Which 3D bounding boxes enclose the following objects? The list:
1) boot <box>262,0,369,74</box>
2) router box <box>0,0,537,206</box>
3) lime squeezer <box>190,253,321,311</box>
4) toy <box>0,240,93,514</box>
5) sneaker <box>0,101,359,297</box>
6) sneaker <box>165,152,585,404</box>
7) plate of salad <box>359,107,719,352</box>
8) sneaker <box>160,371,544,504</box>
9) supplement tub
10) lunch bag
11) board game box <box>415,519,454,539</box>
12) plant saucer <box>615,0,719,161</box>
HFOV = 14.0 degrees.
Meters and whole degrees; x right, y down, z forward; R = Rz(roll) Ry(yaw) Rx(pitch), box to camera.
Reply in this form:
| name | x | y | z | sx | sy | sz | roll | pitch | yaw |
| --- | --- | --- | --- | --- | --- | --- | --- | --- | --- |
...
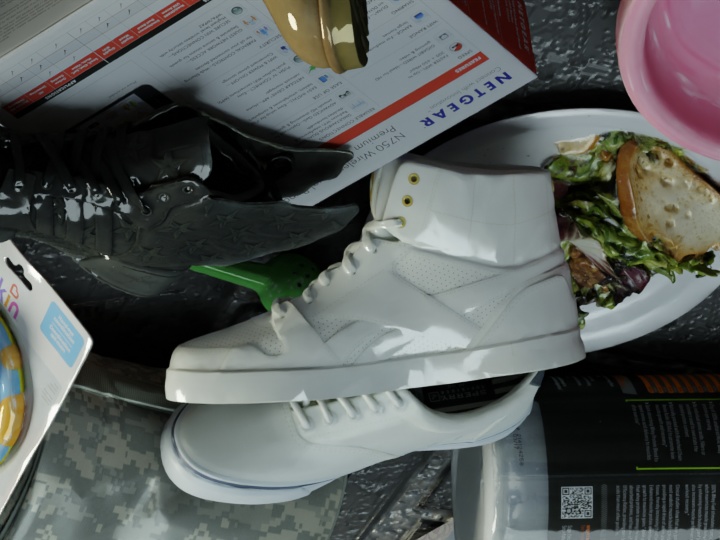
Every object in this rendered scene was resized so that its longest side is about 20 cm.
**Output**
| name | x | y | z | sx | sy | sz | roll | pitch | yaw |
| --- | --- | --- | --- | --- | --- | --- | --- | --- | --- |
| boot | -0.104 | -0.132 | 1.176 | 0.200 | 0.175 | 0.066 | -15 | 149 | 5 |
| router box | -0.053 | -0.101 | 1.318 | 0.200 | 0.049 | 0.179 | -28 | 138 | 25 |
| lime squeezer | -0.038 | 0.027 | 1.494 | 0.071 | 0.038 | 0.200 | -26 | 141 | 18 |
| toy | -0.211 | 0.069 | 1.424 | 0.047 | 0.115 | 0.200 | -14 | 143 | -44 |
| sneaker | -0.104 | -0.044 | 1.298 | 0.200 | 0.060 | 0.104 | 23 | 136 | -40 |
| sneaker | 0.000 | 0.000 | 1.388 | 0.200 | 0.116 | 0.074 | -9 | -174 | -2 |
| plate of salad | 0.099 | -0.008 | 1.464 | 0.200 | 0.048 | 0.200 | -5 | 143 | -4 |
| sneaker | -0.002 | 0.062 | 1.459 | 0.200 | 0.073 | 0.071 | -13 | 156 | -20 |
| supplement tub | 0.155 | 0.117 | 1.572 | 0.200 | 0.123 | 0.123 | 0 | 142 | -8 |
| lunch bag | -0.117 | 0.123 | 1.523 | 0.200 | 0.139 | 0.168 | 15 | 127 | -27 |
| board game box | 0.104 | 0.207 | 1.744 | 0.200 | 0.043 | 0.199 | -32 | 135 | 28 |
| plant saucer | 0.212 | -0.126 | 1.328 | 0.200 | 0.051 | 0.201 | -5 | 142 | -4 |
